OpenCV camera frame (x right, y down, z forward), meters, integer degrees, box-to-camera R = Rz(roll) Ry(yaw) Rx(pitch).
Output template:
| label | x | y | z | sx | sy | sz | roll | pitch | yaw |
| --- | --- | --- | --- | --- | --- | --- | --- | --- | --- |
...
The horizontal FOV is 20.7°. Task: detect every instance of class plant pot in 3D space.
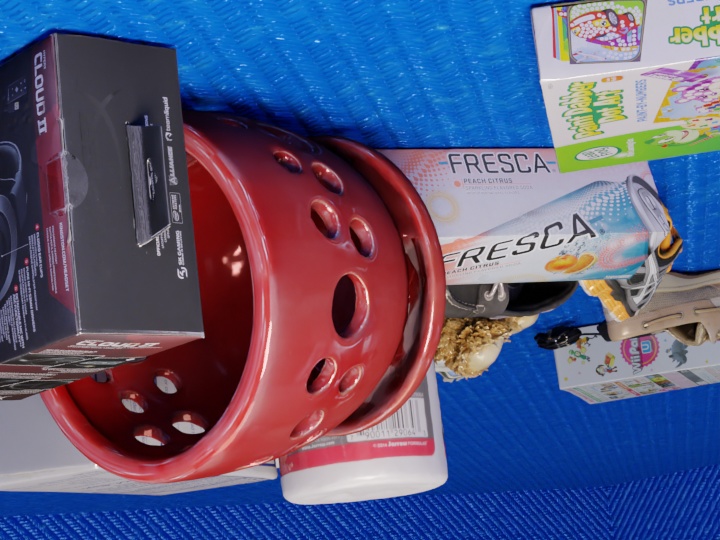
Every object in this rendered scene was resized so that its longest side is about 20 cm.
| label | x | y | z | sx | sy | sz | roll | pitch | yaw |
| --- | --- | --- | --- | --- | --- | --- | --- | --- | --- |
| plant pot | -0.062 | 0.009 | 1.107 | 0.200 | 0.201 | 0.182 | -17 | 172 | 42 |

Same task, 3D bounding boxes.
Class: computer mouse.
| label | x | y | z | sx | sy | sz | roll | pitch | yaw |
| --- | --- | --- | --- | --- | --- | --- | --- | --- | --- |
| computer mouse | 0.233 | 0.049 | 1.893 | 0.059 | 0.034 | 0.200 | -19 | -177 | -37 |

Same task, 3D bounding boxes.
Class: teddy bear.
| label | x | y | z | sx | sy | sz | roll | pitch | yaw |
| --- | --- | --- | --- | --- | --- | --- | --- | --- | --- |
| teddy bear | 0.043 | 0.029 | 1.493 | 0.145 | 0.067 | 0.200 | -33 | -150 | -25 |

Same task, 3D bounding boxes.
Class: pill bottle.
| label | x | y | z | sx | sy | sz | roll | pitch | yaw |
| --- | --- | --- | --- | --- | --- | --- | --- | --- | --- |
| pill bottle | -0.007 | 0.049 | 1.301 | 0.111 | 0.200 | 0.111 | -6 | 168 | -1 |

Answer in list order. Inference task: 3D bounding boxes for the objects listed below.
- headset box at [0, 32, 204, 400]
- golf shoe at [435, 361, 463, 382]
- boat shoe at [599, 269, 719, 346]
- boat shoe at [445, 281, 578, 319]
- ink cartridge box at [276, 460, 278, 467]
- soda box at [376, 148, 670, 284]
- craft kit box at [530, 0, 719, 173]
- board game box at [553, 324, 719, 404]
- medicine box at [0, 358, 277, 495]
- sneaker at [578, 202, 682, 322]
| label | x | y | z | sx | sy | sz | roll | pitch | yaw |
| --- | --- | --- | --- | --- | --- | --- | --- | --- | --- |
| headset box | -0.158 | -0.023 | 0.995 | 0.077 | 0.149 | 0.200 | 3 | 165 | -40 |
| golf shoe | 0.014 | 0.056 | 1.733 | 0.200 | 0.078 | 0.097 | -9 | 153 | -18 |
| boat shoe | 0.295 | 0.037 | 1.756 | 0.200 | 0.065 | 0.071 | 0 | 167 | -30 |
| boat shoe | 0.096 | 0.000 | 1.342 | 0.057 | 0.067 | 0.200 | 3 | -179 | 23 |
| ink cartridge box | -0.144 | 0.090 | 1.569 | 0.200 | 0.147 | 0.146 | -11 | 167 | 25 |
| soda box | 0.090 | -0.034 | 1.252 | 0.200 | 0.068 | 0.064 | -2 | 151 | -22 |
| craft kit box | 0.195 | -0.107 | 1.052 | 0.197 | 0.049 | 0.200 | -5 | 169 | 8 |
| board game box | 0.310 | 0.085 | 2.013 | 0.200 | 0.064 | 0.148 | -11 | 167 | 16 |
| medicine box | -0.152 | 0.046 | 1.254 | 0.103 | 0.182 | 0.200 | -12 | 167 | 29 |
| sneaker | 0.200 | -0.014 | 1.442 | 0.077 | 0.078 | 0.200 | -27 | 170 | 12 |
